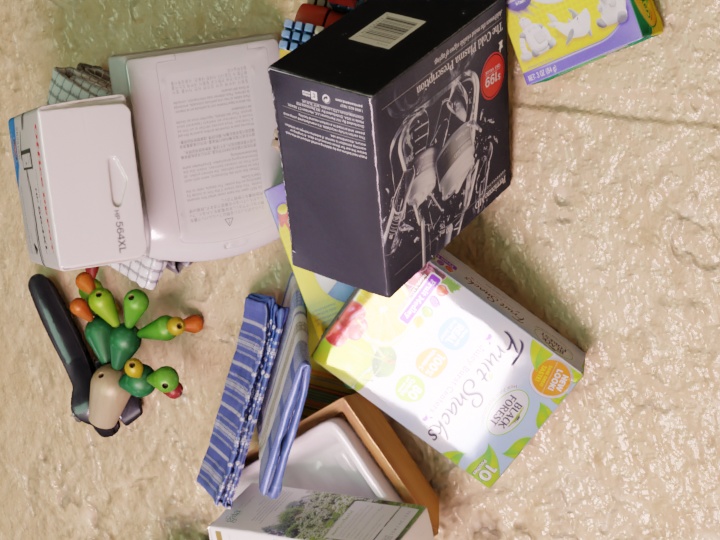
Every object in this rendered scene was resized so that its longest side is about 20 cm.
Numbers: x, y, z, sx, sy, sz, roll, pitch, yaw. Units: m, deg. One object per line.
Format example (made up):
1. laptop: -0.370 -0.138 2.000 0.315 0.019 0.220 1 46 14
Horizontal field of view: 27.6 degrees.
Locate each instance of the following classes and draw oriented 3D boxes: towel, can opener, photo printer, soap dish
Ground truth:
1. towel: -0.239 -0.100 1.500 0.199 0.085 0.167 29 112 22
2. can opener: -0.316 0.094 1.638 0.201 0.078 0.063 58 166 11
3. towel: -0.069 0.101 1.364 0.023 0.200 0.148 12 113 -10
4. photo printer: -0.143 -0.112 1.379 0.069 0.164 0.203 -160 60 -65
5. soap dish: -0.029 0.217 1.430 0.199 0.081 0.158 -33 94 37
6. towel: -0.031 0.073 1.443 0.085 0.018 0.203 12 110 28
7. towel: -0.120 0.121 1.422 0.145 0.024 0.203 -171 97 -75

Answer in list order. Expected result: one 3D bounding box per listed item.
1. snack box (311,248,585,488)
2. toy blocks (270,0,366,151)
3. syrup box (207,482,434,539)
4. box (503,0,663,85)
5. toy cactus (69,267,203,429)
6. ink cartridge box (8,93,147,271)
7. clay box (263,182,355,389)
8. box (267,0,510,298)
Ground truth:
1. snack box: 0.077 0.074 1.286 0.199 0.053 0.143 36 113 -3
2. toy blocks: -0.034 -0.173 1.260 0.099 0.137 0.203 14 88 10
3. syrup box: -0.035 0.259 1.353 0.198 0.079 0.082 1 114 30
4. box: 0.156 -0.265 1.186 0.116 0.048 0.202 -19 90 38
5. toy cactus: -0.249 0.088 1.554 0.199 0.102 0.167 36 119 31
6. ink cartridge box: -0.265 -0.081 1.361 0.200 0.083 0.148 -174 76 -70
7. clay box: 0.000 0.000 1.348 0.114 0.048 0.202 -21 90 7
8. box: 0.031 -0.114 1.199 0.103 0.200 0.184 19 132 30
